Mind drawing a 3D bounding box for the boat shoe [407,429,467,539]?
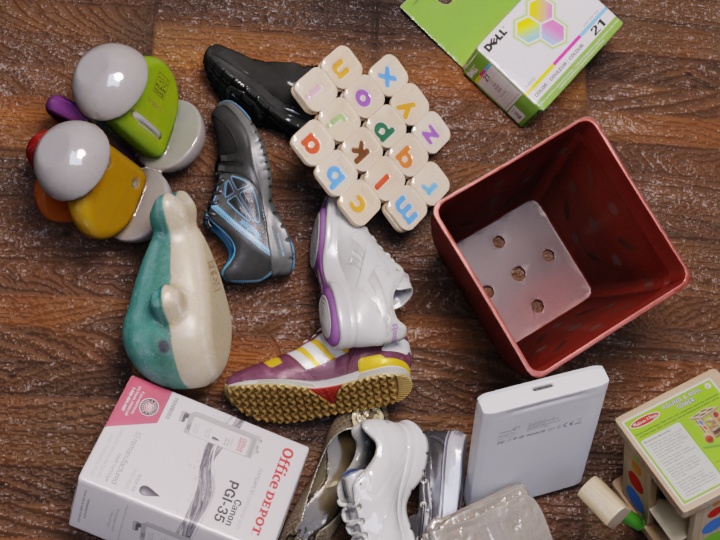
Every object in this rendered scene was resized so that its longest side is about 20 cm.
[{"bbox_3d":[0.069,0.265,1.399,0.066,0.070,0.201,6,82,10],"label":"boat shoe"}]

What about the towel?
[{"bbox_3d":[0.150,0.329,1.358,0.132,0.034,0.201,-19,86,-24],"label":"towel"}]

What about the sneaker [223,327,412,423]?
[{"bbox_3d":[-0.045,0.102,1.412,0.199,0.075,0.090,-5,50,1],"label":"sneaker"}]

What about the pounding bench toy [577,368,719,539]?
[{"bbox_3d":[0.316,0.231,1.388,0.199,0.156,0.124,-25,52,-12],"label":"pounding bench toy"}]

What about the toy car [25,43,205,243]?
[{"bbox_3d":[-0.270,-0.135,1.385,0.149,0.175,0.201,15,76,32],"label":"toy car"}]

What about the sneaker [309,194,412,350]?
[{"bbox_3d":[0.000,0.000,1.412,0.099,0.075,0.201,1,55,-14],"label":"sneaker"}]

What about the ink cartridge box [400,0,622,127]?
[{"bbox_3d":[0.167,-0.286,1.503,0.200,0.076,0.148,43,77,-1],"label":"ink cartridge box"}]

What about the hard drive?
[{"bbox_3d":[0.176,0.176,1.367,0.131,0.200,0.027,-13,53,-11],"label":"hard drive"}]

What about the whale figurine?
[{"bbox_3d":[-0.196,0.022,1.360,0.103,0.159,0.201,-7,97,9],"label":"whale figurine"}]

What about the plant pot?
[{"bbox_3d":[0.189,-0.010,1.407,0.199,0.176,0.201,-30,85,-12],"label":"plant pot"}]

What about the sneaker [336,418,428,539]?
[{"bbox_3d":[0.010,0.246,1.362,0.087,0.074,0.201,20,67,-37],"label":"sneaker"}]

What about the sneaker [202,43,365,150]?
[{"bbox_3d":[-0.079,-0.194,1.459,0.200,0.076,0.091,32,70,-11],"label":"sneaker"}]

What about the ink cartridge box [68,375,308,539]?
[{"bbox_3d":[-0.167,0.212,1.325,0.199,0.083,0.147,22,43,-1],"label":"ink cartridge box"}]

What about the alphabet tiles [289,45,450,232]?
[{"bbox_3d":[0.013,-0.142,1.441,0.200,0.015,0.196,52,51,-11],"label":"alphabet tiles"}]

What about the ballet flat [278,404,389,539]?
[{"bbox_3d":[-0.027,0.221,1.399,0.067,0.046,0.200,32,77,-3],"label":"ballet flat"}]

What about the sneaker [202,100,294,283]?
[{"bbox_3d":[-0.133,-0.084,1.423,0.082,0.073,0.201,-16,82,-10],"label":"sneaker"}]
